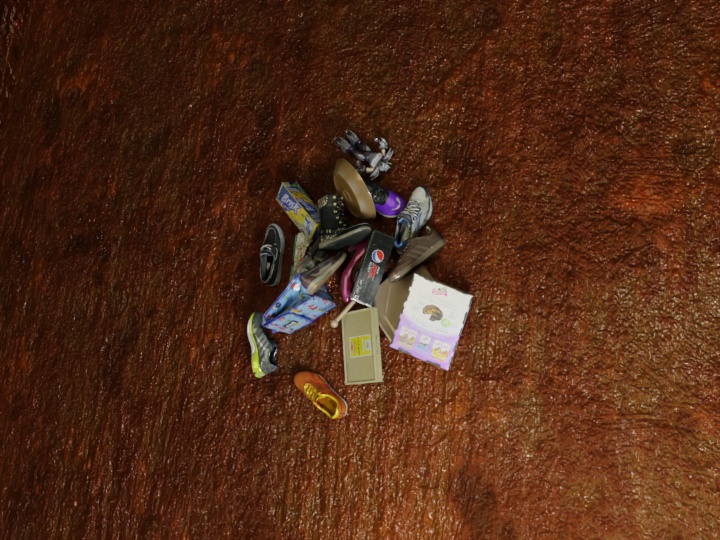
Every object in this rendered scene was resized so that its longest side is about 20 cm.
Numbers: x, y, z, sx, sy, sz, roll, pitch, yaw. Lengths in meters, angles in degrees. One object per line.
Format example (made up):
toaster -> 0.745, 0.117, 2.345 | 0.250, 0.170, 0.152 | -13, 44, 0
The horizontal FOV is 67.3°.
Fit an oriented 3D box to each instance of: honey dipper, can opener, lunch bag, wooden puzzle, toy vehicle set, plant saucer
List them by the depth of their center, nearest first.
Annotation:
wooden puzzle -> 0.130, 0.090, 1.512 | 0.199, 0.037, 0.187 | -40, 65, 8
toy vehicle set -> 0.002, 0.214, 1.522 | 0.122, 0.026, 0.206 | -14, 75, 43
honey dipper -> -0.015, 0.086, 1.543 | 0.038, 0.038, 0.201 | 35, 76, 27
plant saucer -> -0.026, -0.224, 1.563 | 0.035, 0.202, 0.201 | -32, 63, -13
lunch bag -> -0.195, 0.115, 1.596 | 0.199, 0.150, 0.095 | -39, 65, 13
can opener -> -0.132, -0.041, 1.649 | 0.053, 0.067, 0.202 | 30, 73, 23

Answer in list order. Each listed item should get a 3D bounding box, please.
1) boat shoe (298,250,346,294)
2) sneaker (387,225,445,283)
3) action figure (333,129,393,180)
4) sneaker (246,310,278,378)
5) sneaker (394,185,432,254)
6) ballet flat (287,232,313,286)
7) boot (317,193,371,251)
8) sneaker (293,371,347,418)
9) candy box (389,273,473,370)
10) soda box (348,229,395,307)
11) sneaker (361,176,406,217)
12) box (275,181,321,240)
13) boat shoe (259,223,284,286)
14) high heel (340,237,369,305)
boat shoe -> -0.105, -0.009, 1.540 | 0.065, 0.200, 0.072 | 42, 133, 0
sneaker -> 0.140, -0.044, 1.485 | 0.198, 0.071, 0.076 | -36, 79, -17
action figure -> 0.014, -0.353, 1.637 | 0.198, 0.070, 0.130 | 35, 71, 24
sneaker -> -0.298, 0.224, 1.678 | 0.079, 0.074, 0.206 | -13, 79, 13
sneaker -> 0.145, -0.145, 1.524 | 0.075, 0.085, 0.205 | 15, 85, 27
ballet flat -> -0.185, -0.015, 1.671 | 0.062, 0.076, 0.206 | 10, 88, -7
boot -> -0.055, -0.151, 1.554 | 0.201, 0.072, 0.158 | -18, 73, 44
sneaker -> -0.121, 0.350, 1.553 | 0.197, 0.077, 0.074 | 28, 93, 30
candy box -> 0.187, 0.131, 1.420 | 0.164, 0.071, 0.205 | 20, 94, 13
soda box -> 0.031, -0.005, 1.502 | 0.069, 0.063, 0.205 | 20, 89, -8
sneaker -> 0.039, -0.222, 1.581 | 0.198, 0.099, 0.071 | 30, 88, 30
box -> -0.183, -0.189, 1.693 | 0.201, 0.063, 0.071 | 51, 129, 26
boat shoe -> -0.290, -0.055, 1.726 | 0.070, 0.068, 0.206 | -2, 78, 25
high heel -> 0.000, 0.000, 1.570 | 0.094, 0.067, 0.206 | -3, 74, 36
